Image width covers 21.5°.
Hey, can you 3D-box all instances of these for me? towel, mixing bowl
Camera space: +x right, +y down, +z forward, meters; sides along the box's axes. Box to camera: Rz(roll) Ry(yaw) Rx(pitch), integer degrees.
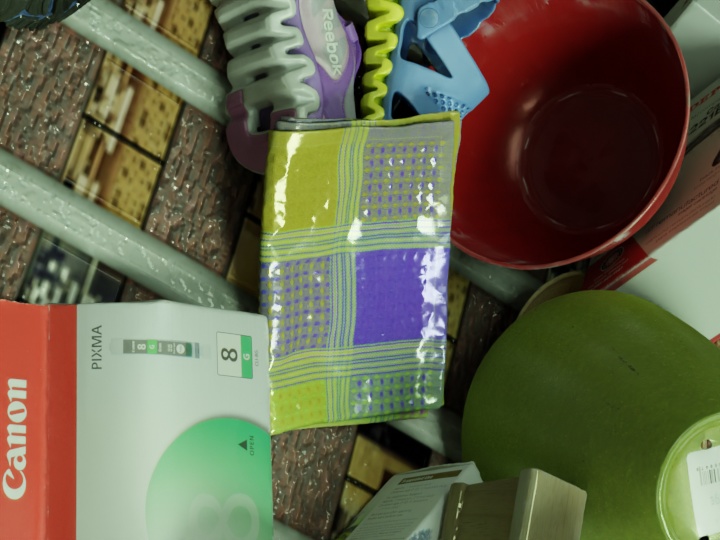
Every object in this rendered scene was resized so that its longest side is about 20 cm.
[{"bbox_3d":[0.000,0.000,1.172,0.143,0.023,0.202,-2,102,-34],"label":"towel"},{"bbox_3d":[0.139,-0.089,1.274,0.108,0.199,0.202,26,59,-62],"label":"mixing bowl"}]

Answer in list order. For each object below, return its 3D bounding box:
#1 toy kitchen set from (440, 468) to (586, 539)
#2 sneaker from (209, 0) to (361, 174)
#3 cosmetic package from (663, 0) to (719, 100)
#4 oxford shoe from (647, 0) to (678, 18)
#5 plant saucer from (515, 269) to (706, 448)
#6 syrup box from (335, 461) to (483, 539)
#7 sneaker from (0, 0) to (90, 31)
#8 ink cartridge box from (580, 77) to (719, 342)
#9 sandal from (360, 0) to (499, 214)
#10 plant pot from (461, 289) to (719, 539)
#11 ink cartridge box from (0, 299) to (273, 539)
[{"bbox_3d":[0.052,0.187,1.013,0.180,0.163,0.201,27,64,-33],"label":"toy kitchen set"},{"bbox_3d":[-0.041,-0.159,1.202,0.088,0.080,0.202,1,82,-46],"label":"sneaker"},{"bbox_3d":[0.306,-0.126,1.415,0.200,0.102,0.074,37,41,-4],"label":"cosmetic package"},{"bbox_3d":[0.238,-0.260,1.462,0.075,0.070,0.201,-29,96,-35],"label":"oxford shoe"},{"bbox_3d":[0.162,0.101,1.319,0.199,0.035,0.202,12,70,-36],"label":"plant saucer"},{"bbox_3d":[0.011,0.208,1.134,0.200,0.081,0.079,-45,108,-38],"label":"syrup box"},{"bbox_3d":[-0.164,-0.209,1.122,0.079,0.075,0.200,48,44,-8],"label":"sneaker"},{"bbox_3d":[0.244,-0.043,1.321,0.084,0.144,0.200,41,40,-12],"label":"ink cartridge box"},{"bbox_3d":[0.043,-0.119,1.228,0.086,0.079,0.202,4,86,3],"label":"sandal"},{"bbox_3d":[0.180,0.115,1.155,0.186,0.200,0.189,-1,95,-15],"label":"plant pot"},{"bbox_3d":[-0.140,0.095,1.065,0.199,0.050,0.162,10,71,-40],"label":"ink cartridge box"}]
